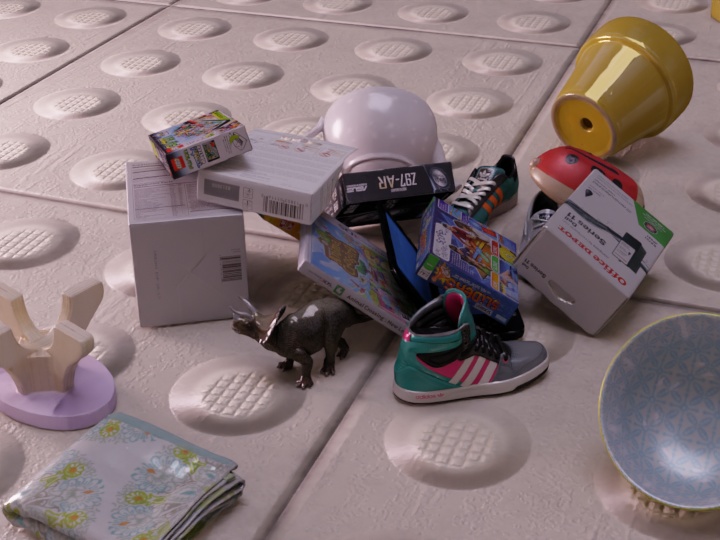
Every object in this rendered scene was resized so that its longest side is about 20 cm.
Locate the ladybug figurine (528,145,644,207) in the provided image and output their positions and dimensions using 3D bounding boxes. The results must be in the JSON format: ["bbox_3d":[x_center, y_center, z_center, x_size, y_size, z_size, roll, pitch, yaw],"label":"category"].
[{"bbox_3d":[0.336,-0.124,1.727,0.198,0.072,0.136,24,25,-18],"label":"ladybug figurine"}]

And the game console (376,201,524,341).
[{"bbox_3d":[0.116,-0.004,1.546,0.173,0.118,0.201,-4,31,-4],"label":"game console"}]

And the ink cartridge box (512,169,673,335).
[{"bbox_3d":[0.310,-0.027,1.562,0.146,0.083,0.200,40,41,6],"label":"ink cartridge box"}]

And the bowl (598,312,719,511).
[{"bbox_3d":[0.358,0.155,1.242,0.198,0.203,0.108,15,-10,27],"label":"bowl"}]

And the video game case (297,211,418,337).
[{"bbox_3d":[0.000,0.000,1.526,0.181,0.022,0.201,33,20,-14],"label":"video game case"}]

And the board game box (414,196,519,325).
[{"bbox_3d":[0.140,-0.017,1.534,0.134,0.035,0.200,30,24,-6],"label":"board game box"}]

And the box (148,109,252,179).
[{"bbox_3d":[-0.216,-0.170,1.568,0.109,0.035,0.200,-22,18,-11],"label":"box"}]

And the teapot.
[{"bbox_3d":[0.027,-0.181,1.842,0.198,0.197,0.148,-16,59,32],"label":"teapot"}]

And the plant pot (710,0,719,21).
[{"bbox_3d":[0.883,-0.652,2.605,0.198,0.191,0.202,-2,29,1],"label":"plant pot"}]

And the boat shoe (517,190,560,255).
[{"bbox_3d":[0.259,-0.055,1.681,0.069,0.072,0.201,3,29,7],"label":"boat shoe"}]

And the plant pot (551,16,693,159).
[{"bbox_3d":[0.423,-0.288,1.972,0.199,0.202,0.189,23,52,36],"label":"plant pot"}]

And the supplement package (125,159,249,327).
[{"bbox_3d":[-0.236,-0.046,1.601,0.148,0.154,0.201,-6,29,-10],"label":"supplement package"}]

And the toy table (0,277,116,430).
[{"bbox_3d":[-0.376,0.095,1.395,0.198,0.119,0.184,15,33,24],"label":"toy table"}]

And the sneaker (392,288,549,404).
[{"bbox_3d":[0.132,0.079,1.396,0.197,0.122,0.084,-10,30,-16],"label":"sneaker"}]

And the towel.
[{"bbox_3d":[-0.241,0.229,1.221,0.198,0.049,0.171,16,33,28],"label":"towel"}]

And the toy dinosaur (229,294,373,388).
[{"bbox_3d":[-0.054,0.075,1.432,0.197,0.104,0.077,-12,31,-17],"label":"toy dinosaur"}]

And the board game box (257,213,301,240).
[{"bbox_3d":[-0.088,-0.064,1.634,0.199,0.030,0.095,34,6,-38],"label":"board game box"}]

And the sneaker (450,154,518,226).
[{"bbox_3d":[0.177,-0.114,1.780,0.071,0.081,0.200,16,34,29],"label":"sneaker"}]

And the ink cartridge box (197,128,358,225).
[{"bbox_3d":[-0.106,-0.130,1.570,0.158,0.048,0.200,12,25,13],"label":"ink cartridge box"}]

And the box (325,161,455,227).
[{"bbox_3d":[0.035,-0.106,1.698,0.158,0.044,0.200,-8,-7,-12],"label":"box"}]
